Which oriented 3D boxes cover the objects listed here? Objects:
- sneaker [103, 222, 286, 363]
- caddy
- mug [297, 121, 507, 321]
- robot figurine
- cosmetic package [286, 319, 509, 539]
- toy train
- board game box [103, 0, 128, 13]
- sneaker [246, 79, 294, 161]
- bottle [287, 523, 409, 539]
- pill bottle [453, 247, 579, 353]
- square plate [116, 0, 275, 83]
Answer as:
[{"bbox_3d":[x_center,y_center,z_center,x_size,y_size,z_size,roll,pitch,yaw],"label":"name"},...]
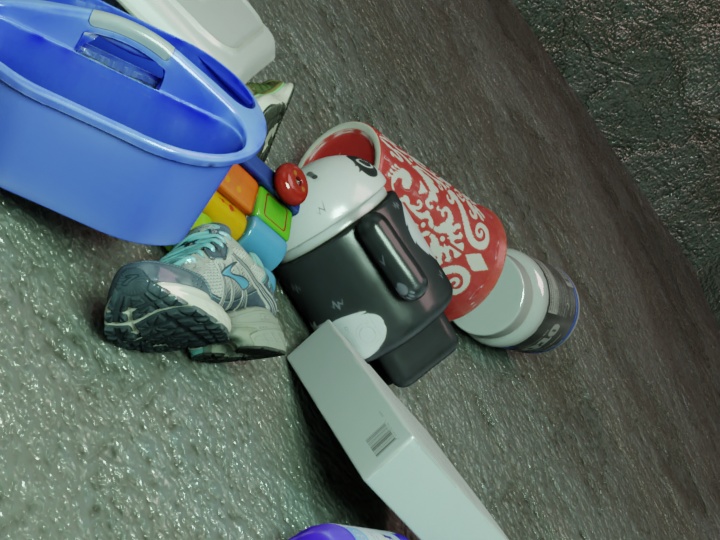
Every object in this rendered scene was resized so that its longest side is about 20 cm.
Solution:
[{"bbox_3d":[-0.113,0.010,0.880,0.200,0.077,0.087,33,49,-71],"label":"sneaker"},{"bbox_3d":[-0.157,-0.108,0.818,0.199,0.105,0.142,24,32,-13],"label":"caddy"},{"bbox_3d":[0.040,-0.034,1.275,0.200,0.133,0.178,36,28,-43],"label":"mug"},{"bbox_3d":[0.002,-0.001,1.127,0.201,0.150,0.125,57,32,-9],"label":"robot figurine"},{"bbox_3d":[0.030,0.140,1.014,0.151,0.052,0.200,47,1,-29],"label":"cosmetic package"},{"bbox_3d":[-0.125,-0.062,0.983,0.200,0.084,0.116,42,40,-40],"label":"toy train"},{"bbox_3d":[-0.206,-0.231,1.069,0.200,0.036,0.152,51,20,-21],"label":"board game box"},{"bbox_3d":[-0.110,-0.139,1.134,0.088,0.077,0.200,24,8,-4],"label":"sneaker"},{"bbox_3d":[0.015,0.225,0.928,0.200,0.065,0.084,27,39,-58],"label":"bottle"},{"bbox_3d":[0.175,0.035,1.535,0.200,0.113,0.114,14,48,-64],"label":"pill bottle"},{"bbox_3d":[-0.150,-0.230,1.054,0.200,0.028,0.198,45,20,-8],"label":"square plate"}]
